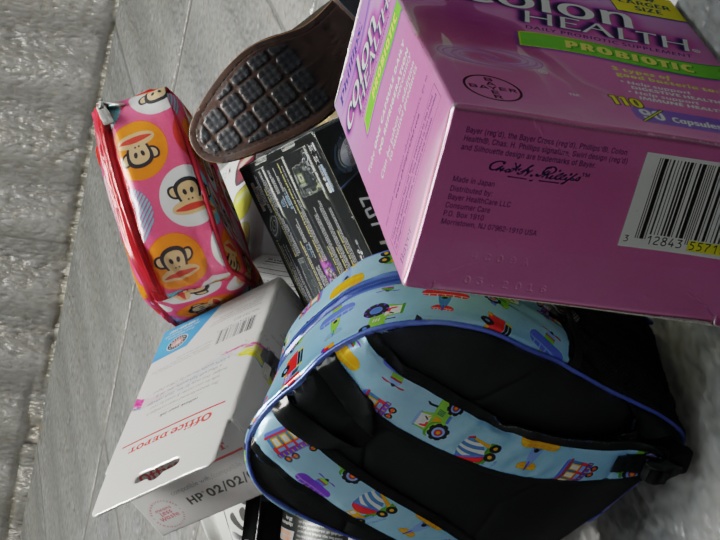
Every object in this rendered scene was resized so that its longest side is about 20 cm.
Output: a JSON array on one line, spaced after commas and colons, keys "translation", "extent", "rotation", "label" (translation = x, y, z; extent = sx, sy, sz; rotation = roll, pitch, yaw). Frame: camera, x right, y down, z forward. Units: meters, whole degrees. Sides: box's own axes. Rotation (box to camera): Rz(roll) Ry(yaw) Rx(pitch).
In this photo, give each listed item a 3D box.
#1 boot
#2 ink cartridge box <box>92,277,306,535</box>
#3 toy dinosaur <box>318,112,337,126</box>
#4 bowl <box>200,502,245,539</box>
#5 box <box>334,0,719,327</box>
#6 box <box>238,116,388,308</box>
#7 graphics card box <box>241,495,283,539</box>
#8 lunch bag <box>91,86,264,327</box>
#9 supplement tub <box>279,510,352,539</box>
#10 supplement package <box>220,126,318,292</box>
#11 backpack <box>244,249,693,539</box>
[{"translation": [-0.033, -0.141, 1.388], "extent": [0.200, 0.075, 0.097], "rotation": [-38, -3, 1], "label": "boot"}, {"translation": [-0.101, 0.106, 1.354], "extent": [0.115, 0.068, 0.200], "rotation": [-26, 27, 28], "label": "ink cartridge box"}, {"translation": [-0.018, -0.133, 1.672], "extent": [0.200, 0.058, 0.102], "rotation": [129, 131, -75], "label": "toy dinosaur"}, {"translation": [-0.079, 0.159, 1.501], "extent": [0.201, 0.094, 0.202], "rotation": [-14, -90, -88], "label": "bowl"}, {"translation": [0.095, -0.070, 0.985], "extent": [0.200, 0.175, 0.097], "rotation": [-110, 31, -59], "label": "box"}, {"translation": [0.000, 0.000, 1.328], "extent": [0.201, 0.043, 0.160], "rotation": [64, 158, -3], "label": "box"}, {"translation": [-0.026, 0.242, 1.365], "extent": [0.051, 0.125, 0.201], "rotation": [177, 100, -75], "label": "graphics card box"}, {"translation": [-0.136, -0.054, 1.446], "extent": [0.200, 0.081, 0.177], "rotation": [66, -174, -75], "label": "lunch bag"}, {"translation": [0.005, 0.196, 1.282], "extent": [0.122, 0.122, 0.201], "rotation": [-177, 94, -74], "label": "supplement tub"}, {"translation": [-0.050, -0.042, 1.607], "extent": [0.200, 0.109, 0.115], "rotation": [148, 128, -70], "label": "supplement package"}, {"translation": [0.041, 0.064, 1.009], "extent": [0.183, 0.199, 0.135], "rotation": [-43, 37, 33], "label": "backpack"}]
